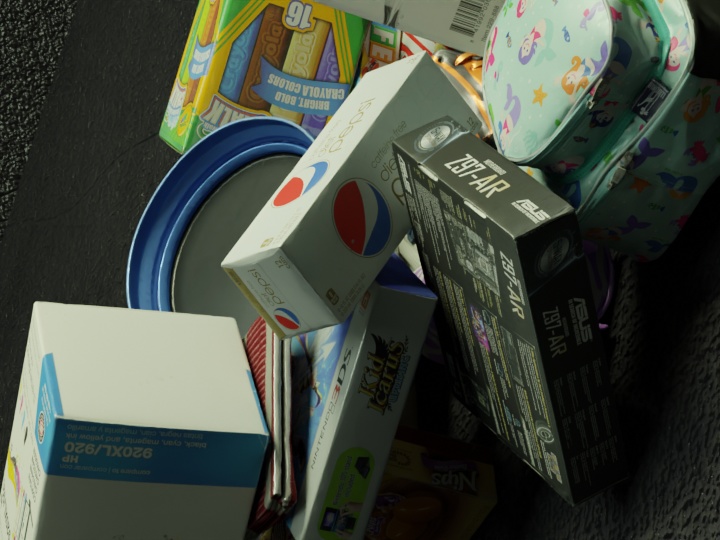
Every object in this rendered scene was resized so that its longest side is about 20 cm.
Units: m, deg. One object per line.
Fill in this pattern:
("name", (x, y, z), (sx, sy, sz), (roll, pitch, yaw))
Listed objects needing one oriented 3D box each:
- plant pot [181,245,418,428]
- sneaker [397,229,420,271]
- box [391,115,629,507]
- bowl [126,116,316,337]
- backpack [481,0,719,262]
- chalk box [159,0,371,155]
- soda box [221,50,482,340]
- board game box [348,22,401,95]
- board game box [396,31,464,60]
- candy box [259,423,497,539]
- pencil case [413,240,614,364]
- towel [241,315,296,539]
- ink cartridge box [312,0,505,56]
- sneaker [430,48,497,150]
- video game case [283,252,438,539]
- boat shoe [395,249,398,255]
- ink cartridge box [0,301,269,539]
("plant pot", (-0.032, 0.100, 1.785), (0.188, 0.186, 0.201), (-61, 34, 32))
("sneaker", (0.087, -0.052, 1.710), (0.200, 0.080, 0.148), (-13, 73, 63))
("box", (0.091, 0.024, 1.444), (0.160, 0.043, 0.201), (41, 151, 54))
("bowl", (-0.089, -0.017, 1.745), (0.200, 0.039, 0.202), (-20, 56, 32))
("backpack", (0.159, -0.111, 1.440), (0.178, 0.150, 0.201), (-101, 27, -45))
("chalk box", (-0.087, -0.138, 1.932), (0.125, 0.123, 0.201), (-149, 77, -72))
("soda box", (-0.004, -0.049, 1.501), (0.063, 0.068, 0.200), (-17, 30, 47))
("board game box", (-0.009, -0.158, 1.972), (0.134, 0.034, 0.201), (132, 149, -53))
("board game box", (0.047, -0.120, 1.906), (0.200, 0.046, 0.152), (-127, 55, -68))
("candy box", (0.001, 0.192, 1.672), (0.057, 0.116, 0.200), (-95, 29, -46))
("pencil case", (0.097, 0.018, 1.598), (0.200, 0.083, 0.086), (153, 107, -66))
("towel", (-0.077, 0.115, 1.600), (0.200, 0.023, 0.145), (131, 141, -63))
("ink cartridge box", (0.054, -0.254, 1.759), (0.084, 0.199, 0.147), (-119, 49, -66))
("sneaker", (0.109, -0.142, 1.588), (0.112, 0.078, 0.200), (32, 83, 35))
("video game case", (-0.020, 0.069, 1.574), (0.200, 0.045, 0.182), (-133, 58, -67))
("boat shoe", (0.000, 0.000, 1.731), (0.066, 0.071, 0.201), (121, 149, -46))
("ink cartridge box", (-0.159, 0.147, 1.576), (0.147, 0.144, 0.201), (-113, 33, -57))
